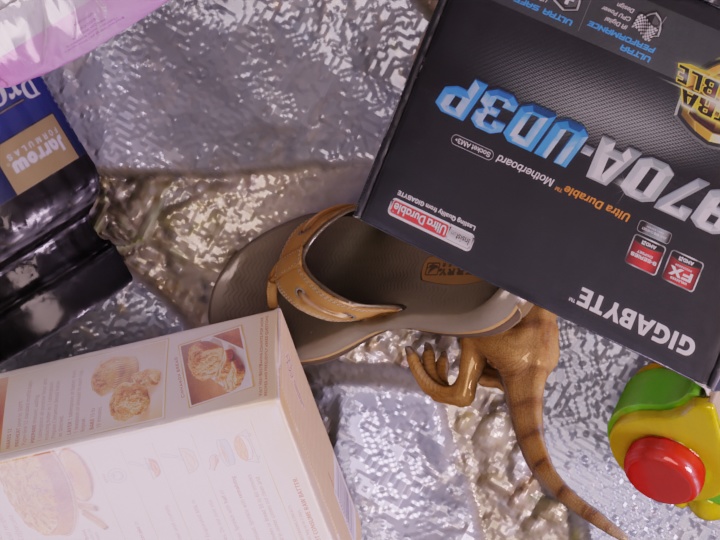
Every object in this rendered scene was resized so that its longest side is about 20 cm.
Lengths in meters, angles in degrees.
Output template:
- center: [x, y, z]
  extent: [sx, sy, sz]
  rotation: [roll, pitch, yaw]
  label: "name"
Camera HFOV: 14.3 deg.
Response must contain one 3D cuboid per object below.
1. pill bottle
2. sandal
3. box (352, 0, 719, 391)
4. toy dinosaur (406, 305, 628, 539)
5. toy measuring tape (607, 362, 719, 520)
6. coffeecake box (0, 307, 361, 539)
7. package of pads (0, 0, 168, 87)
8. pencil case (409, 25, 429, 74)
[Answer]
- center: [-0.201, -0.059, 1.445]
  extent: [0.112, 0.112, 0.201]
  rotation: [-30, 96, 11]
  label: "pill bottle"
- center: [0.000, 0.000, 1.424]
  extent: [0.199, 0.054, 0.081]
  rotation: [-5, 67, 38]
  label: "sandal"
- center: [0.114, -0.057, 1.324]
  extent: [0.199, 0.046, 0.160]
  rotation: [27, 100, 24]
  label: "box"
- center: [0.078, 0.043, 1.411]
  extent: [0.060, 0.106, 0.201]
  rotation: [20, 61, -33]
  label: "toy dinosaur"
- center: [0.150, 0.055, 1.418]
  extent: [0.073, 0.074, 0.201]
  rotation: [-12, 134, 9]
  label: "toy measuring tape"
- center: [-0.114, 0.119, 1.455]
  extent: [0.199, 0.073, 0.154]
  rotation: [-13, 128, 8]
  label: "coffeecake box"
- center: [-0.123, -0.158, 1.373]
  extent: [0.120, 0.200, 0.076]
  rotation: [-26, 101, 14]
  label: "package of pads"
- center: [0.119, -0.072, 1.391]
  extent: [0.199, 0.078, 0.090]
  rotation: [25, 95, 25]
  label: "pencil case"
